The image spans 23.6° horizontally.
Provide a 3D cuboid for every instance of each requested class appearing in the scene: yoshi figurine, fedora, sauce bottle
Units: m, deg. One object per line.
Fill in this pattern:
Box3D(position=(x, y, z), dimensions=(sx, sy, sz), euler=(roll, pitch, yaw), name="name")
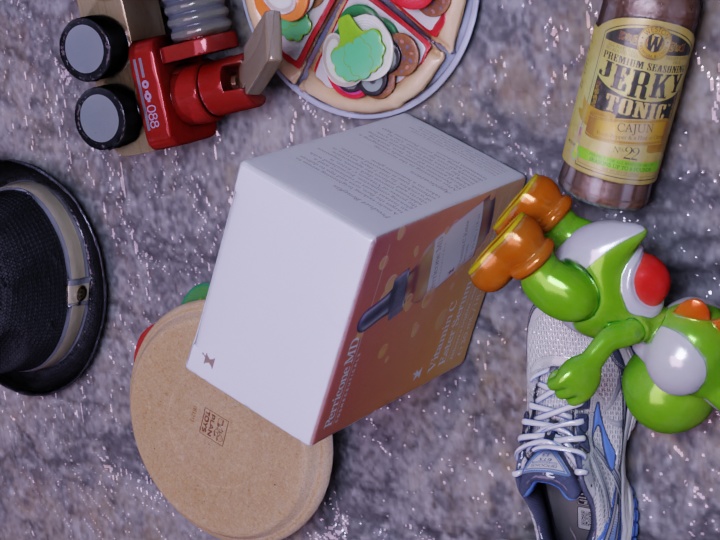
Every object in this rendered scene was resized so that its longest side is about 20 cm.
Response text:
Box3D(position=(0.160, 0.038, 1.080), dimensions=(0.199, 0.112, 0.113), euler=(36, 88, -2), name="yoshi figurine")
Box3D(position=(-0.298, 0.014, 1.393), dimensions=(0.199, 0.091, 0.203), euler=(9, 107, 32), name="fedora")
Box3D(position=(0.172, -0.138, 1.060), dimensions=(0.064, 0.065, 0.202), euler=(22, 115, 27), name="sauce bottle")

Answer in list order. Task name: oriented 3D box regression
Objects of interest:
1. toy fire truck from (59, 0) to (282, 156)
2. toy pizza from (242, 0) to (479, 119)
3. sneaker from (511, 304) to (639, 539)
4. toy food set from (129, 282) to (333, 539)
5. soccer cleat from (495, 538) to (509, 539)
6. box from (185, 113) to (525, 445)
Box3D(position=(-0.118, -0.179, 1.208), dimensions=(0.198, 0.128, 0.178), euler=(-8, 98, 29), name="toy fire truck")
Box3D(position=(-0.008, -0.203, 1.181), dimensions=(0.199, 0.032, 0.202), euler=(10, 108, 31), name="toy pizza")
Box3D(position=(0.140, 0.114, 1.136), dimensions=(0.077, 0.085, 0.202), euler=(-4, 100, 34), name="sneaker")
Box3D(position=(-0.099, 0.111, 1.316), dimensions=(0.197, 0.049, 0.202), euler=(11, 109, 31), name="toy food set")
Box3D(position=(0.148, 0.274, 1.193), dimensions=(0.086, 0.070, 0.202), euler=(-18, 95, 19), name="soccer cleat")
Box3D(position=(0.000, 0.000, 1.128), dimensions=(0.106, 0.200, 0.153), euler=(29, 118, 23), name="box")
